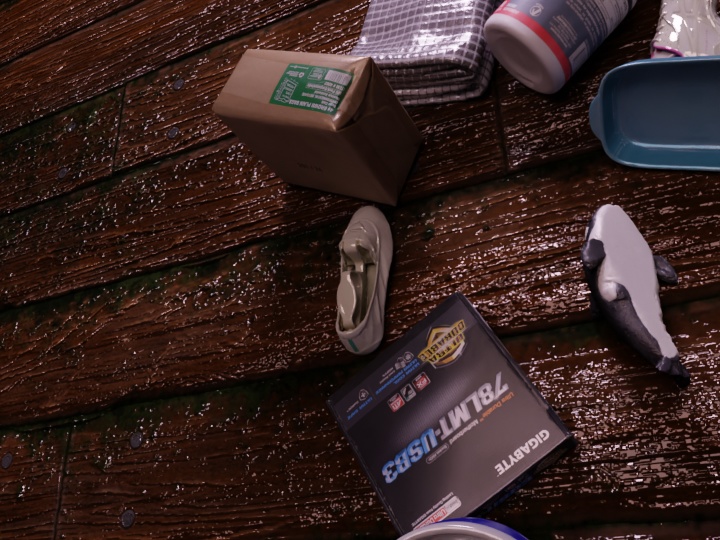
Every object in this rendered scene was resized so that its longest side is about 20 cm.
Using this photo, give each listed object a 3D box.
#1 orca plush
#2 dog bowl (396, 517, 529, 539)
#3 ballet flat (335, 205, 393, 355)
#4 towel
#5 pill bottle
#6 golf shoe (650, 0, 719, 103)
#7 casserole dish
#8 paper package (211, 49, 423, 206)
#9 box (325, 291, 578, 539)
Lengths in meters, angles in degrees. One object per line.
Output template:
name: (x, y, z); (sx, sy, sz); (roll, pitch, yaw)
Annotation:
orca plush: (0.267, 0.031, 0.727); (0.104, 0.071, 0.201); (-8, 58, -26)
dog bowl: (0.092, 0.324, 0.632); (0.198, 0.079, 0.202); (-4, 76, 17)
ballet flat: (0.000, 0.000, 0.870); (0.069, 0.069, 0.202); (-9, 63, 25)
towel: (0.084, -0.312, 0.958); (0.198, 0.086, 0.167); (3, 68, 30)
pill bottle: (0.253, -0.321, 0.849); (0.200, 0.120, 0.120); (-48, 54, 0)
golf shoe: (0.353, -0.266, 0.792); (0.091, 0.075, 0.202); (-19, 58, 13)
casserole dish: (0.339, -0.165, 0.739); (0.198, 0.122, 0.039); (8, 41, 32)
paper package: (-0.049, -0.180, 0.904); (0.199, 0.191, 0.104); (16, 76, 32)
box: (0.088, 0.158, 0.760); (0.200, 0.050, 0.199); (-39, 54, 8)
